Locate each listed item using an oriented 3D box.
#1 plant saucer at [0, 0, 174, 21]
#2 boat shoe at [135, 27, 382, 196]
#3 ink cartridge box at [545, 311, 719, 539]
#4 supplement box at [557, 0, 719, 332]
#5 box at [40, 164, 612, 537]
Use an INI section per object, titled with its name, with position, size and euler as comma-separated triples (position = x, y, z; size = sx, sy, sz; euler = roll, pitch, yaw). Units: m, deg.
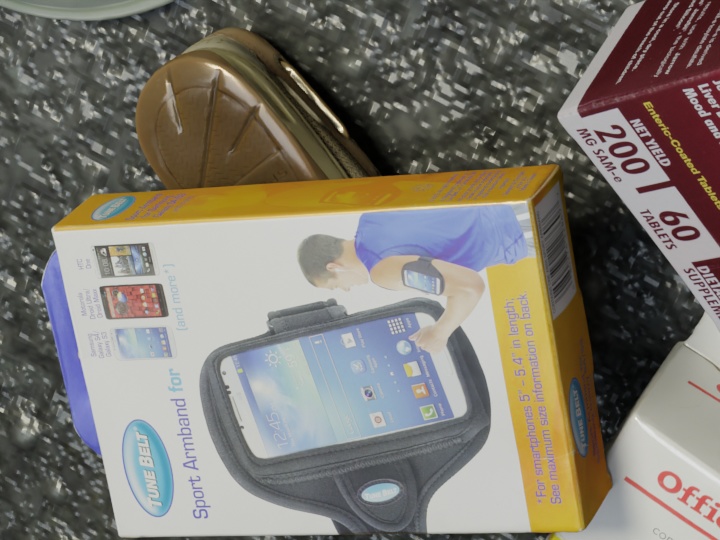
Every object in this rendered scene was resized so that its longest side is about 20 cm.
[plant saucer]
position = -0.119, -0.177, 0.977
size = 0.199, 0.050, 0.201
euler = 10, 117, 20
[boat shoe]
position = 0.000, 0.000, 0.998
size = 0.071, 0.065, 0.200
euler = -28, 99, 28
[ink cartridge box]
position = 0.126, 0.110, 0.992
size = 0.117, 0.067, 0.200
euler = 33, 122, 8
[supplement box]
position = 0.170, -0.047, 0.858
size = 0.200, 0.061, 0.109
euler = -15, 122, 48
[box]
position = -0.021, 0.031, 0.959
size = 0.199, 0.041, 0.120
euler = -4, 109, 21
